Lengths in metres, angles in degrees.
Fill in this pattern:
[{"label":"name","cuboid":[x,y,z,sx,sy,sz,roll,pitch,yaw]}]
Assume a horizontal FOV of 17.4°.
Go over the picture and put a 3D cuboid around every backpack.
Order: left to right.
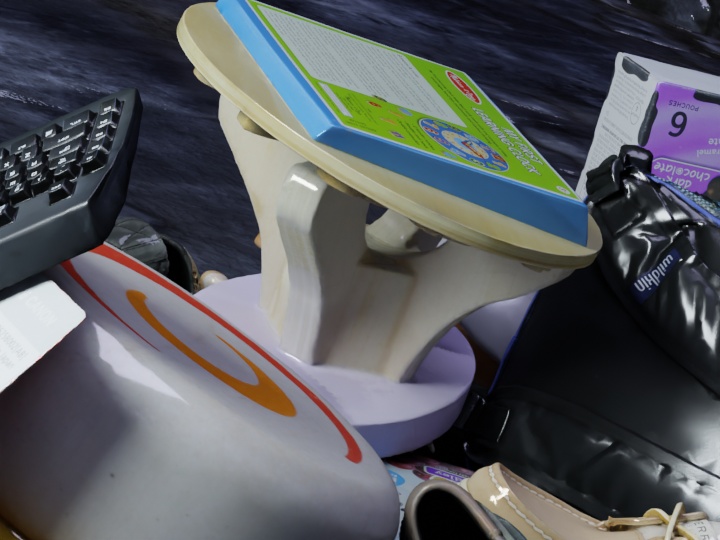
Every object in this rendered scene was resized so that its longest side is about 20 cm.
[{"label":"backpack","cuboid":[0.177,0.072,1.109,0.200,0.184,0.147,33,7,40]}]

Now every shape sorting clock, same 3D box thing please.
[{"label":"shape sorting clock","cuboid":[0.012,-0.055,0.984,0.199,0.039,0.200,23,18,-8]}]

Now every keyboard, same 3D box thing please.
[{"label":"keyboard","cuboid":[-0.163,-0.003,0.735,0.040,0.199,0.104,55,21,-33]}]

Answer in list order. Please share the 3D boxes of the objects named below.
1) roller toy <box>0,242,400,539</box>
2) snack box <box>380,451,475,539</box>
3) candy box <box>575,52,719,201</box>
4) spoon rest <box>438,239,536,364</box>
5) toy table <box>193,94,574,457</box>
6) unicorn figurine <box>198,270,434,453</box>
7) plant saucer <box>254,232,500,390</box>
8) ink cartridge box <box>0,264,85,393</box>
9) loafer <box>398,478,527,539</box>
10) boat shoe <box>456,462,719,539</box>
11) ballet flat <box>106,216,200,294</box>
[{"label":"roller toy","cuboid":[-0.090,0.083,0.807,0.182,0.140,0.200,32,7,-34]},{"label":"snack box","cuboid":[-0.024,0.110,1.002,0.199,0.053,0.142,16,16,-2]},{"label":"candy box","cuboid":[0.210,-0.011,1.418,0.167,0.201,0.072,11,16,-19]},{"label":"spoon rest","cuboid":[0.060,-0.015,1.234,0.099,0.061,0.201,18,39,-42]},{"label":"toy table","cuboid":[0.000,0.000,1.065,0.183,0.118,0.200,24,19,10]},{"label":"unicorn figurine","cuboid":[-0.021,0.045,1.204,0.136,0.074,0.200,16,15,1]},{"label":"plant saucer","cuboid":[0.035,0.022,1.298,0.199,0.038,0.200,31,0,0]},{"label":"ink cartridge box","cuboid":[-0.180,0.066,0.741,0.162,0.200,0.057,36,-20,55]},{"label":"loafer","cuboid":[0.065,0.155,0.781,0.200,0.072,0.063,56,-6,32]},{"label":"boat shoe","cuboid":[0.125,0.128,0.939,0.200,0.069,0.074,36,15,-17]},{"label":"ballet flat","cuboid":[-0.106,0.008,1.214,0.056,0.067,0.200,-12,-3,7]}]
